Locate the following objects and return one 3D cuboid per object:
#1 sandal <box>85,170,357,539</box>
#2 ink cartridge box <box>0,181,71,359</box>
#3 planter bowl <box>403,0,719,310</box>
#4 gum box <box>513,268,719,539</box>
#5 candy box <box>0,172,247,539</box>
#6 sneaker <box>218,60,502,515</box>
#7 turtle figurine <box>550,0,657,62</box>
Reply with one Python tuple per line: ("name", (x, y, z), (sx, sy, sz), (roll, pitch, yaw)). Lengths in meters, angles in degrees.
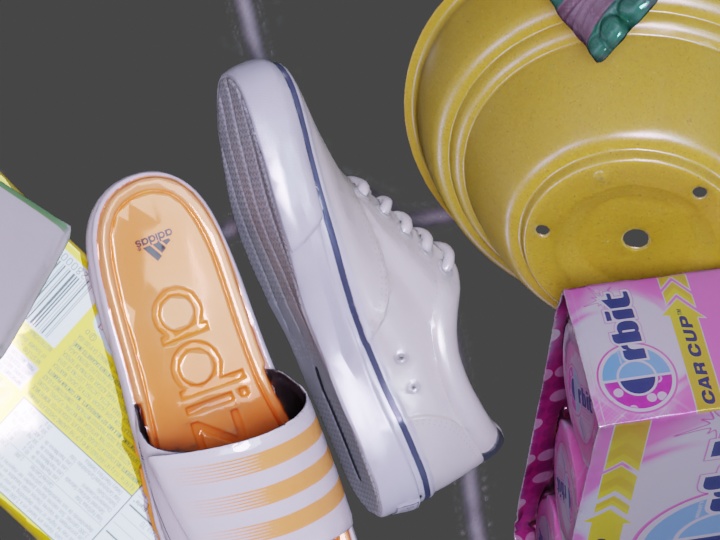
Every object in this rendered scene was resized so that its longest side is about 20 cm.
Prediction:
("sandal", (-0.059, 0.060, 1.213), (0.079, 0.059, 0.208), (-23, 96, -11))
("ink cartridge box", (-0.225, 0.028, 1.140), (0.145, 0.088, 0.200), (33, 131, -10))
("planter bowl", (0.112, -0.036, 1.193), (0.199, 0.084, 0.201), (5, 132, 5))
("gum box", (0.132, 0.081, 1.213), (0.113, 0.200, 0.066), (-8, 56, -9))
("candy box", (-0.117, 0.060, 1.244), (0.200, 0.026, 0.102), (44, 86, -10))
("sneaker", (0.000, 0.000, 1.238), (0.071, 0.073, 0.201), (-25, 107, -16))
("turtle figurine", (0.044, -0.177, 1.119), (0.200, 0.101, 0.150), (38, 105, -1))
